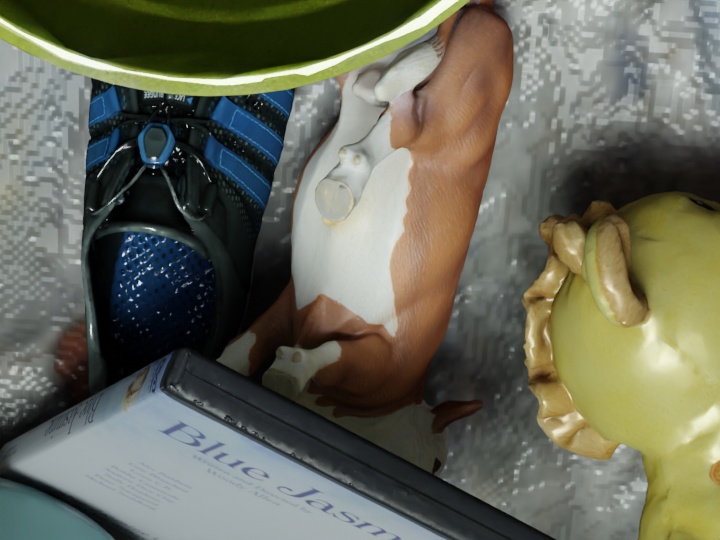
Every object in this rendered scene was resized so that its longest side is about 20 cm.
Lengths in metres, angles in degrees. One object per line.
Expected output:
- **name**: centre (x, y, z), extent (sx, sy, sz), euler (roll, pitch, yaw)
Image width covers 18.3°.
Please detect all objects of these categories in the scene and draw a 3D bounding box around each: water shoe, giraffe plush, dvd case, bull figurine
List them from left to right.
- **water shoe**: centre (-0.057, -0.041, 0.744), extent (0.071, 0.079, 0.201), euler (4, 115, 1)
- **dvd case**: centre (-0.035, 0.081, 0.754), extent (0.142, 0.018, 0.200), euler (29, 157, -16)
- **bull figurine**: centre (0.000, 0.000, 0.751), extent (0.065, 0.121, 0.201), euler (20, 110, 29)
- **giraffe plush**: centre (0.125, 0.044, 0.734), extent (0.199, 0.172, 0.163), euler (-24, 90, -24)

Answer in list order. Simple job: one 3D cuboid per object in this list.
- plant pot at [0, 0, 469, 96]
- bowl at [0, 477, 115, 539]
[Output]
- **plant pot**: centre (-0.035, -0.175, 0.618), extent (0.199, 0.193, 0.201), euler (1, 114, 3)
- **bowl**: centre (-0.146, 0.147, 0.803), extent (0.200, 0.105, 0.201), euler (7, 136, 7)
